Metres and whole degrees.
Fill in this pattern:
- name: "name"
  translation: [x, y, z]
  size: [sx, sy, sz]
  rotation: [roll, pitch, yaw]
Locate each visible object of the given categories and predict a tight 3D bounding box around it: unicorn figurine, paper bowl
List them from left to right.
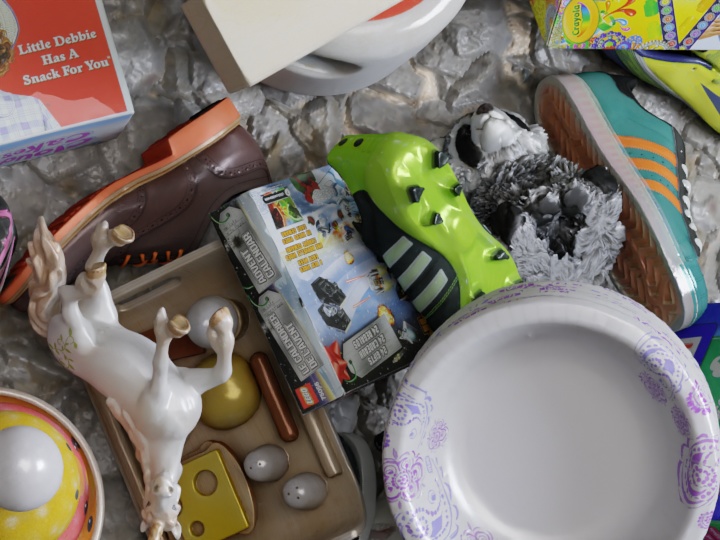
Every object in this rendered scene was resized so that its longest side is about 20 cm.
- name: "unicorn figurine"
  translation: [-0.133, 0.065, 1.615]
  size: [0.074, 0.138, 0.200]
  rotation: [-11, 49, -37]
- name: "paper bowl"
  translation: [0.117, 0.105, 1.624]
  size: [0.200, 0.104, 0.202]
  rotation: [2, 101, 9]

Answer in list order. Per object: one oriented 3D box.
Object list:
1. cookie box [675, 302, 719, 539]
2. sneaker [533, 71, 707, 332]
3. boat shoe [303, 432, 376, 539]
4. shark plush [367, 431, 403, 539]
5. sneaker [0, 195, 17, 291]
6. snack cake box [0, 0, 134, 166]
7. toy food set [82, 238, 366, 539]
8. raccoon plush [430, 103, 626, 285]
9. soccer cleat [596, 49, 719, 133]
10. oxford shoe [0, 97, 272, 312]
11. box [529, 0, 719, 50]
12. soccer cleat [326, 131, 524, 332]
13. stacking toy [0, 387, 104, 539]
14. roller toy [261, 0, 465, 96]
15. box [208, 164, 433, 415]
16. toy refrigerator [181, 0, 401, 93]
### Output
- name: "cookie box"
  translation: [0.244, 0.105, 1.707]
  size: [0.075, 0.200, 0.172]
  rotation: [46, 59, -31]
- name: "sneaker"
  translation: [0.191, -0.053, 1.785]
  size: [0.080, 0.071, 0.200]
  rotation: [-12, 63, -27]
- name: "boat shoe"
  translation: [-0.028, 0.197, 1.692]
  size: [0.060, 0.075, 0.201]
  rotation: [12, 64, -43]
- name: "shark plush"
  translation: [0.088, 0.143, 1.764]
  size: [0.199, 0.091, 0.084]
  rotation: [-9, 102, -37]
- name: "sneaker"
  translation: [-0.268, 0.041, 1.658]
  size: [0.080, 0.086, 0.200]
  rotation: [39, 91, 10]
- name: "snack cake box"
  translation: [-0.255, -0.122, 1.696]
  size: [0.199, 0.067, 0.115]
  rotation: [-15, 82, -18]
- name: "toy food set"
  translation: [-0.098, 0.097, 1.662]
  size: [0.143, 0.060, 0.201]
  rotation: [-25, 82, 16]
- name: "raccoon plush"
  translation: [0.098, -0.013, 1.785]
  size: [0.096, 0.134, 0.201]
  rotation: [-9, 117, -26]
- name: "soccer cleat"
  translation: [0.250, -0.134, 1.829]
  size: [0.200, 0.084, 0.065]
  rotation: [26, 75, -9]
- name: "oxford shoe"
  translation: [-0.140, -0.027, 1.711]
  size: [0.200, 0.071, 0.073]
  rotation: [-38, 98, -18]
- name: "box"
  translation: [0.200, -0.255, 1.772]
  size: [0.192, 0.122, 0.200]
  rotation: [0, 46, -15]
- name: "soccer cleat"
  translation: [0.044, -0.011, 1.673]
  size: [0.068, 0.081, 0.200]
  rotation: [-49, 132, -26]
- name: "stacking toy"
  translation: [-0.209, 0.131, 1.592]
  size: [0.146, 0.200, 0.147]
  rotation: [3, 80, -15]
- name: "roller toy"
  translation: [-0.016, -0.214, 1.741]
  size: [0.199, 0.140, 0.183]
  rotation: [-23, 87, -19]
- name: "box"
  translation: [0.000, 0.000, 1.701]
  size: [0.200, 0.040, 0.137]
  rotation: [-20, 84, -56]
- name: "toy refrigerator"
  translation: [-0.005, -0.187, 1.633]
  size: [0.200, 0.076, 0.070]
  rotation: [-30, 96, -10]
